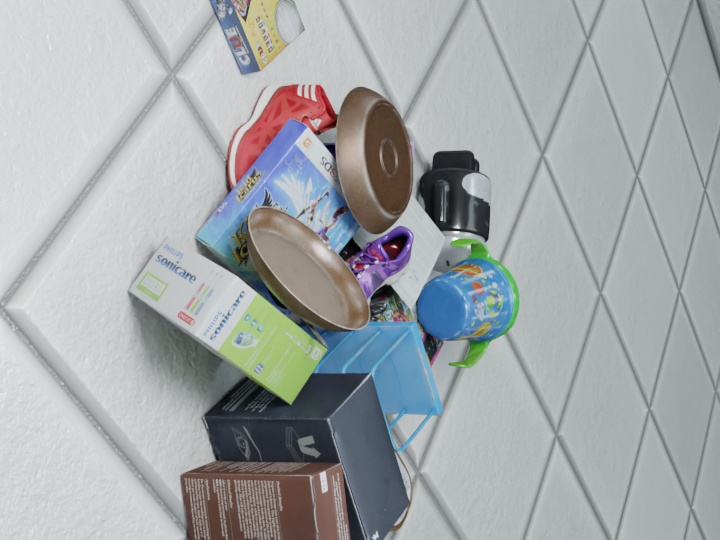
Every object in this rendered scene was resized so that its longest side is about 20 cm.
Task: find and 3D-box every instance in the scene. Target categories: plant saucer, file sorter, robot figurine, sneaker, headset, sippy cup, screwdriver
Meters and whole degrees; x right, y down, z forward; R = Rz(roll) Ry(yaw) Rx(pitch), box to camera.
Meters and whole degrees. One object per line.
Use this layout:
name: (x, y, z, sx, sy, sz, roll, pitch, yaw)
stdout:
plant saucer: (-0.070, 0.004, 1.460, 0.200, 0.032, 0.201, 38, 23, -19)
file sorter: (-0.016, 0.159, 1.598, 0.123, 0.199, 0.140, -41, 120, -46)
robot figurine: (0.152, -0.095, 1.956, 0.149, 0.124, 0.202, 11, 76, -32)
sneaker: (-0.099, -0.179, 1.575, 0.078, 0.115, 0.201, 47, 48, -43)
headset: (0.007, -0.004, 1.739, 0.124, 0.093, 0.201, 51, 34, -36)
plant saucer: (0.026, -0.151, 1.605, 0.200, 0.034, 0.202, 17, 70, -61)
sneaker: (0.000, 0.000, 1.617, 0.200, 0.080, 0.084, -43, 165, -34)
sippy cup: (0.158, 0.052, 1.833, 0.130, 0.139, 0.179, -12, 70, -53)
screwdriver: (-0.073, 0.053, 1.466, 0.029, 0.200, 0.028, -6, 113, -26)

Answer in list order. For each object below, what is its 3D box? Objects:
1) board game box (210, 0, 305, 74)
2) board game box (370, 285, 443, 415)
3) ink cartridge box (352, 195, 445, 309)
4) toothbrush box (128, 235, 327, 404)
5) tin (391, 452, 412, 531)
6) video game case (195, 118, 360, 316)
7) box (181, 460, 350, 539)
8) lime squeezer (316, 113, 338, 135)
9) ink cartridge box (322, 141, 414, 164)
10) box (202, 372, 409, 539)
board game box: (-0.153, -0.385, 1.589, 0.136, 0.034, 0.201, -53, 129, -46)
board game box: (0.050, 0.106, 1.796, 0.149, 0.064, 0.200, 66, 30, -19)
ink cartridge box: (0.044, -0.046, 1.784, 0.163, 0.050, 0.200, 50, 38, -16)
toothbrush box: (-0.156, 0.061, 1.419, 0.086, 0.145, 0.200, -55, 138, -9)
tin: (0.023, 0.310, 1.789, 0.201, 0.042, 0.112, 61, 36, -33)
video game case: (-0.094, -0.065, 1.558, 0.201, 0.045, 0.181, -52, 134, -9)
box: (-0.115, 0.285, 1.425, 0.075, 0.198, 0.101, -10, 95, -56)
lime squeezer: (-0.049, -0.209, 1.679, 0.200, 0.070, 0.038, -118, -140, -80)
ink cartridge box: (-0.021, -0.164, 1.693, 0.199, 0.118, 0.042, -7, 96, -58)
box: (-0.067, 0.243, 1.507, 0.117, 0.198, 0.198, -42, 122, -50)
